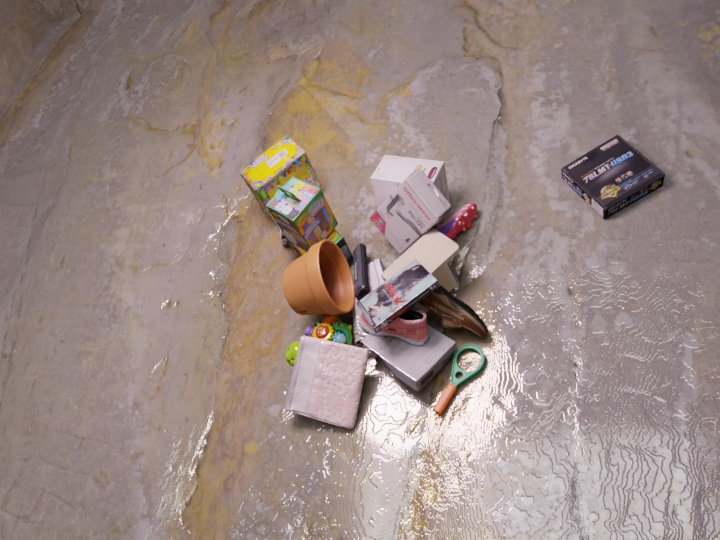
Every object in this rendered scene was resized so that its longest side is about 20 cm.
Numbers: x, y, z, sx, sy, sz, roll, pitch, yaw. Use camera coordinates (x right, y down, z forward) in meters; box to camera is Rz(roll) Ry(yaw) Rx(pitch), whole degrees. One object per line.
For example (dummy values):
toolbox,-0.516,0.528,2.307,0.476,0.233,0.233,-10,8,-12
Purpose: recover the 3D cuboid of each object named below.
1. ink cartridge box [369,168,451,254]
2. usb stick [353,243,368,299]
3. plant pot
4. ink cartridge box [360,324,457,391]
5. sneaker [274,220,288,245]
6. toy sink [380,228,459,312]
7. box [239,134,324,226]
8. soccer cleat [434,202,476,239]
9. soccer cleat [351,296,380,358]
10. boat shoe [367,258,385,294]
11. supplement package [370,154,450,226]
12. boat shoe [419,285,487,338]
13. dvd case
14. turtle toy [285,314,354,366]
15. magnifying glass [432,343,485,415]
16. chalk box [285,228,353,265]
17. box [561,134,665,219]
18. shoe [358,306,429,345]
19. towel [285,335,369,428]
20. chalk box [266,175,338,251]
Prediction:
ink cartridge box,0.139,-0.162,1.708,0.146,0.200,0.085,49,46,2
usb stick,0.000,0.000,1.730,0.056,0.032,0.202,-53,25,33
plant pot,-0.120,0.034,1.646,0.138,0.200,0.204,-18,51,21
ink cartridge box,0.125,0.199,1.572,0.198,0.058,0.162,28,53,38
sneaker,-0.195,-0.149,1.871,0.127,0.200,0.081,-22,70,-10
toy sink,0.179,0.009,1.653,0.199,0.113,0.130,-42,42,-8
box,-0.252,-0.286,1.972,0.199,0.194,0.122,-38,53,-10
soccer cleat,0.260,-0.128,1.761,0.076,0.067,0.201,30,73,38
soccer cleat,0.008,0.152,1.646,0.085,0.071,0.201,-20,51,-21
boat shoe,0.048,0.056,1.713,0.064,0.074,0.202,-22,41,13
supplement package,0.150,-0.239,1.808,0.196,0.157,0.112,11,51,26
boat shoe,0.236,0.110,1.570,0.199,0.076,0.074,38,104,3
dvd case,0.092,0.061,1.540,0.199,0.022,0.146,-37,29,0
turtle toy,-0.109,0.199,1.644,0.198,0.102,0.147,-32,52,-3
magnifying glass,0.243,0.271,1.521,0.079,0.023,0.201,25,66,31
chalk box,-0.107,-0.052,1.802,0.123,0.126,0.200,-39,52,-10
box,0.702,-0.265,1.704,0.197,0.050,0.200,-29,53,-2
shoe,0.082,0.121,1.559,0.196,0.092,0.072,16,47,24
towel,-0.085,0.282,1.559,0.187,0.032,0.205,12,83,9
chalk box,-0.169,-0.171,1.701,0.123,0.201,0.124,29,69,33
